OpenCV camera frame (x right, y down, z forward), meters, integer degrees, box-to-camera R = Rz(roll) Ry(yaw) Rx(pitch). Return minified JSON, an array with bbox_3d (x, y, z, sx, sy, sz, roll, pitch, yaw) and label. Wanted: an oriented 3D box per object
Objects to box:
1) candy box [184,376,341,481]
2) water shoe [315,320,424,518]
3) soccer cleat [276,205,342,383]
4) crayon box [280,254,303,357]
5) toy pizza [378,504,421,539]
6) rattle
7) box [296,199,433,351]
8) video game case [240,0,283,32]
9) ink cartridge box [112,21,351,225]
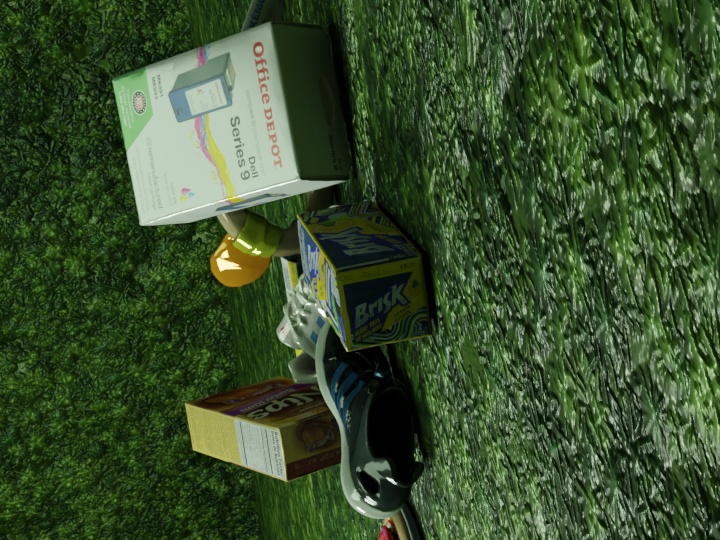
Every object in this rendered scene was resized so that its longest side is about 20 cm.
[{"bbox_3d":[-0.076,0.151,1.532,0.200,0.116,0.057,7,108,57],"label":"candy box"},{"bbox_3d":[0.016,0.111,1.329,0.079,0.071,0.201,-51,41,41],"label":"water shoe"},{"bbox_3d":[-0.037,0.031,1.454,0.070,0.086,0.201,-110,14,-51],"label":"soccer cleat"},{"bbox_3d":[-0.039,0.081,1.650,0.127,0.051,0.201,-155,56,-79],"label":"crayon box"},{"bbox_3d":[0.041,0.310,1.438,0.200,0.032,0.201,170,90,-82],"label":"toy pizza"},{"bbox_3d":[-0.100,-0.101,1.580,0.143,0.129,0.201,109,151,-74],"label":"rattle"},{"bbox_3d":[0.000,0.000,1.221,0.200,0.070,0.065,-126,26,-72],"label":"box"},{"bbox_3d":[-0.118,-0.214,1.659,0.200,0.022,0.183,107,180,-72],"label":"video game case"},{"bbox_3d":[-0.119,-0.132,1.430,0.087,0.199,0.146,-7,-94,-57],"label":"ink cartridge box"}]
